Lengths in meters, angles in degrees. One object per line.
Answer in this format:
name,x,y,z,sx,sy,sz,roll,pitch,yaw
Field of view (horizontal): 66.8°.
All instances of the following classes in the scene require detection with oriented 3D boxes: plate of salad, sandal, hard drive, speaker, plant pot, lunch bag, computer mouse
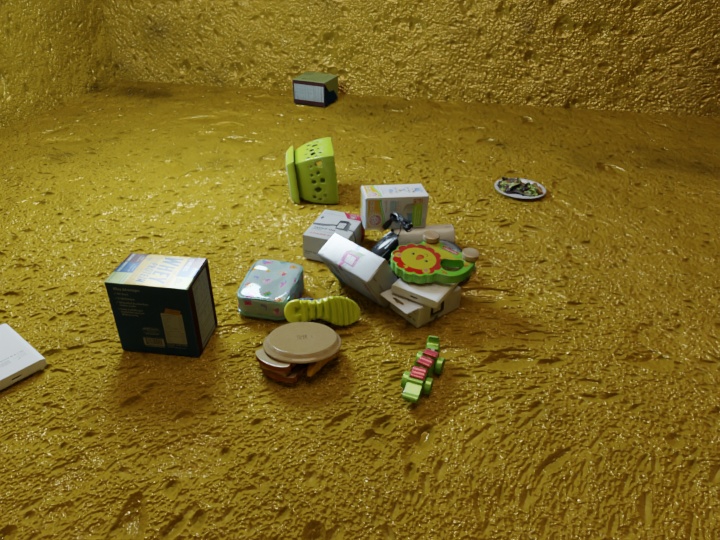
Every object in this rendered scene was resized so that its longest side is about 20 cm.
plate of salad,0.632,-0.334,2.155,0.200,0.048,0.200,1,33,0
sandal,-0.100,0.102,1.421,0.200,0.080,0.087,5,-1,-11
hard drive,0.187,0.025,1.463,0.132,0.026,0.200,21,35,24
hard drive,-0.843,0.202,1.265,0.200,0.026,0.132,24,39,32
speaker,0.196,-0.104,1.746,0.200,0.081,0.081,-4,33,-6
plant pot,-0.184,-0.370,2.055,0.181,0.199,0.200,-7,33,-2
lunch bag,-0.246,0.050,1.492,0.160,0.077,0.200,5,32,8
computer mouse,0.066,-0.090,1.633,0.046,0.200,0.140,29,15,-29

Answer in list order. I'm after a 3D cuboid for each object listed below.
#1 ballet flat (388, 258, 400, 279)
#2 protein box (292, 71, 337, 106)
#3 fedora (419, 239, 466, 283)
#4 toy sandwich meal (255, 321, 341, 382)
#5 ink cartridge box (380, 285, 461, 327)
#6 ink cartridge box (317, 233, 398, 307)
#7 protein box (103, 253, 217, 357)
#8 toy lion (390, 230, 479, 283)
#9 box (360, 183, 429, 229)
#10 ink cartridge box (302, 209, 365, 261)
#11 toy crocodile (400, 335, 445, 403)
ballet flat,0.115,-0.002,1.575,0.068,0.072,0.200,-34,4,5
protein box,-0.260,-1.053,3.166,0.200,0.135,0.199,13,35,17
fedora,0.235,-0.037,1.626,0.200,0.092,0.201,1,32,-1
toy sandwich meal,-0.140,0.191,1.289,0.205,0.070,0.205,1,21,0
ink cartridge box,0.159,0.080,1.464,0.200,0.067,0.116,-21,39,-32
ink cartridge box,0.000,0.000,1.499,0.200,0.145,0.085,31,76,37
protein box,-0.472,0.083,1.316,0.198,0.200,0.135,4,32,5
toy lion,0.189,-0.021,1.455,0.200,0.069,0.192,27,44,27
box,0.103,-0.202,1.721,0.200,0.113,0.101,-3,31,-8
ink cartridge box,-0.082,-0.109,1.740,0.145,0.084,0.200,11,32,13
toy crocodile,0.143,0.225,1.241,0.067,0.062,0.200,15,35,21
